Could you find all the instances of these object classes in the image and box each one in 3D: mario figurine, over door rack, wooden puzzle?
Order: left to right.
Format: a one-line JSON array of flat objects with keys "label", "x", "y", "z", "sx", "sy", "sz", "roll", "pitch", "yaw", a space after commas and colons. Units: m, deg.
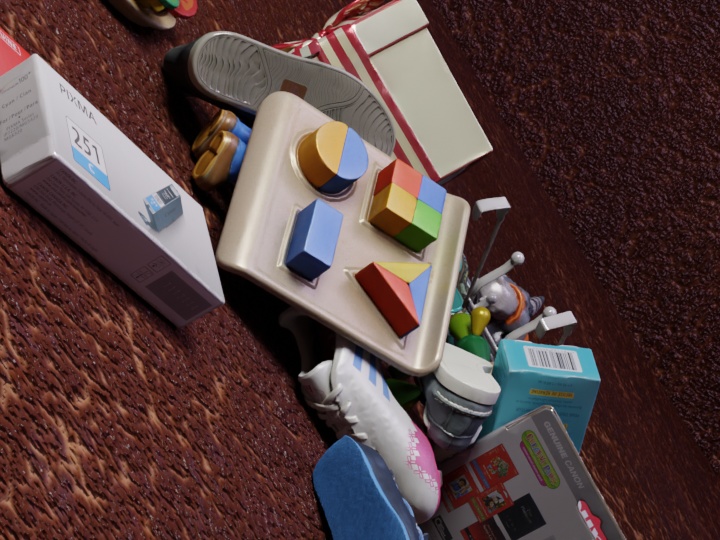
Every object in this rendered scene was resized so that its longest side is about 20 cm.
[{"label": "mario figurine", "x": -0.056, "y": -0.040, "z": 1.534, "sx": 0.200, "sy": 0.106, "sz": 0.124, "roll": 32, "pitch": 57, "yaw": -20}, {"label": "wooden puzzle", "x": -0.003, "y": -0.036, "z": 1.465, "sx": 0.199, "sy": 0.046, "sz": 0.186, "roll": 28, "pitch": 51, "yaw": -19}, {"label": "over door rack", "x": 0.158, "y": 0.037, "z": 1.744, "sx": 0.200, "sy": 0.066, "sz": 0.148, "roll": 92, "pitch": -26, "yaw": -59}]

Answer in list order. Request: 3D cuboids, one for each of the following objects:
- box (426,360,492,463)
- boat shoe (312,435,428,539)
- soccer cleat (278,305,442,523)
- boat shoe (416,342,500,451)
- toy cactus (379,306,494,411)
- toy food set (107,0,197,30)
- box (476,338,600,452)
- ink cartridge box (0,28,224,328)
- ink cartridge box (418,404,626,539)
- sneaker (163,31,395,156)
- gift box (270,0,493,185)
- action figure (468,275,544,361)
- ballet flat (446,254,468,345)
[{"label": "box", "x": 0.115, "y": 0.166, "z": 1.749, "sx": 0.100, "sy": 0.075, "sz": 0.200, "roll": 55, "pitch": 15, "yaw": -17}, {"label": "boat shoe", "x": 0.025, "y": 0.195, "z": 1.308, "sx": 0.069, "sy": 0.084, "sz": 0.200, "roll": 36, "pitch": 27, "yaw": -34}, {"label": "soccer cleat", "x": -0.007, "y": 0.111, "z": 1.452, "sx": 0.086, "sy": 0.070, "sz": 0.201, "roll": -3, "pitch": 63, "yaw": -51}, {"label": "boat shoe", "x": 0.071, "y": 0.099, "z": 1.527, "sx": 0.072, "sy": 0.062, "sz": 0.200, "roll": 20, "pitch": 7, "yaw": -7}, {"label": "toy cactus", "x": 0.090, "y": 0.084, "z": 1.691, "sx": 0.164, "sy": 0.103, "sz": 0.200, "roll": 22, "pitch": 16, "yaw": 16}, {"label": "toy food set", "x": -0.208, "y": -0.293, "z": 1.590, "sx": 0.198, "sy": 0.049, "sz": 0.200, "roll": 56, "pitch": 13, "yaw": -15}, {"label": "box", "x": 0.140, "y": 0.157, "z": 1.590, "sx": 0.049, "sy": 0.082, "sz": 0.201, "roll": -98, "pitch": -163, "yaw": -58}, {"label": "ink cartridge box", "x": -0.176, "y": -0.078, "z": 1.247, "sx": 0.200, "sy": 0.045, "sz": 0.177, "roll": 45, "pitch": 20, "yaw": -49}, {"label": "ink cartridge box", "x": 0.150, "y": 0.222, "z": 1.490, "sx": 0.084, "sy": 0.175, "sz": 0.201, "roll": -16, "pitch": 76, "yaw": -57}, {"label": "sneaker", "x": -0.067, "y": -0.149, "z": 1.574, "sx": 0.199, "sy": 0.075, "sz": 0.106, "roll": 27, "pitch": -3, "yaw": -23}, {"label": "gift box", "x": 0.008, "y": -0.149, "z": 1.693, "sx": 0.187, "sy": 0.184, "sz": 0.200, "roll": 61, "pitch": -13, "yaw": 2}, {"label": "action figure", "x": 0.155, "y": 0.028, "z": 2.154, "sx": 0.201, "sy": 0.104, "sz": 0.193, "roll": 64, "pitch": 4, "yaw": 10}, {"label": "ballet flat", "x": 0.086, "y": 0.033, "z": 1.982, "sx": 0.074, "sy": 0.074, "sz": 0.200, "roll": 55, "pitch": 15, "yaw": -20}]
